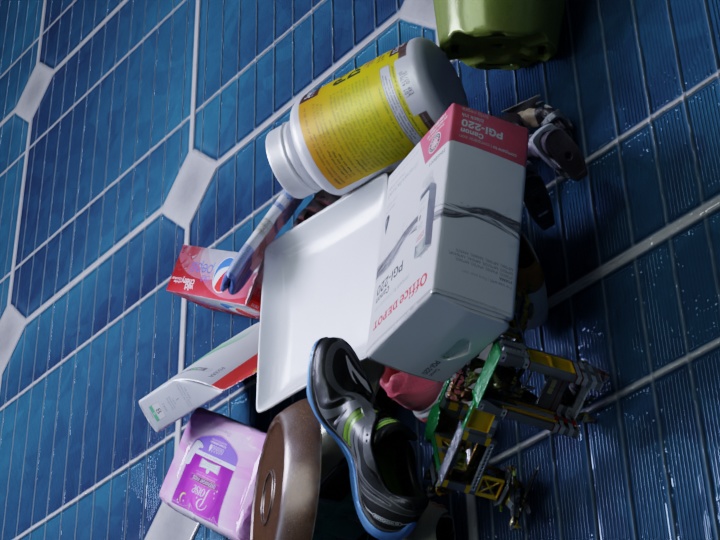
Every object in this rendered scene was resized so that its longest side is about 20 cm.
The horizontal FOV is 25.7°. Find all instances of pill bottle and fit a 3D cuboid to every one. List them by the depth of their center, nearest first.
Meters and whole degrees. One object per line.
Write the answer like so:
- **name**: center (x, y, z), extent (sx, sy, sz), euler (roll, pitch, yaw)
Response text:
- **pill bottle**: center (0.004, -0.148, 1.608), extent (0.198, 0.109, 0.110), euler (-25, 48, 23)

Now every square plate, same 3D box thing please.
- **square plate**: center (-0.032, 0.027, 1.603), extent (0.197, 0.028, 0.202), euler (-29, 49, 40)

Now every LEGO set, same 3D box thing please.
- **LEGO set**: center (0.143, 0.121, 1.416), extent (0.154, 0.115, 0.202), euler (-109, 37, -70)

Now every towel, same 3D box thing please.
- **towel**: center (-0.088, -0.061, 1.747), extent (0.201, 0.024, 0.147), euler (-55, 1, -11)

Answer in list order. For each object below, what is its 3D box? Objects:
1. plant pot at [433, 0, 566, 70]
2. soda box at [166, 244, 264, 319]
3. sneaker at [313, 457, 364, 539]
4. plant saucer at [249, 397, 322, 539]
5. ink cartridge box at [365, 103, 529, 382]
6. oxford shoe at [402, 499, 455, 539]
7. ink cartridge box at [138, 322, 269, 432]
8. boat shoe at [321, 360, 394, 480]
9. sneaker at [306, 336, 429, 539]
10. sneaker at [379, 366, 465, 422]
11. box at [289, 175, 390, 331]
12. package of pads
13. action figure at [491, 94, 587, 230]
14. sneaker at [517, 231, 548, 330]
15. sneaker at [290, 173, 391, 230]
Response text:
- **plant pot**: center (0.144, -0.313, 1.620), extent (0.199, 0.198, 0.193), euler (-11, 74, 51)
- **soda box**: center (-0.153, 0.016, 1.901), extent (0.199, 0.070, 0.064), euler (7, 75, 55)
- **sneaker**: center (-0.054, 0.269, 1.605), extent (0.202, 0.074, 0.087), euler (-64, 29, 3)
- **plant saucer**: center (-0.076, 0.221, 1.529), extent (0.200, 0.034, 0.203), euler (-170, 90, -79)
- **ink cartridge box**: center (0.077, -0.023, 1.408), extent (0.146, 0.084, 0.202), euler (133, 149, -54)
- **oxford shoe**: center (0.053, 0.241, 1.493), extent (0.073, 0.071, 0.201), euler (-32, 45, 10)
- **ink cartridge box**: center (-0.135, 0.097, 1.762), extent (0.199, 0.050, 0.161), euler (-34, 0, 41)
- **boat shoe**: center (-0.005, 0.145, 1.628), extent (0.073, 0.063, 0.203), euler (33, 99, 37)
- **sneaker**: center (0.013, 0.146, 1.454), extent (0.083, 0.070, 0.201), euler (-45, 59, 41)
- **sneaker**: center (0.067, 0.044, 1.563), extent (0.073, 0.086, 0.202), euler (-15, 58, 48)
- **box**: center (0.000, 0.000, 1.680), extent (0.068, 0.082, 0.202), euler (18, 83, 39)
- **package of pads**: center (-0.134, 0.231, 1.735), extent (0.199, 0.075, 0.122), euler (11, 77, 56)
- **action figure**: center (0.152, -0.109, 1.522), extent (0.130, 0.069, 0.200), euler (-42, 21, 3)
- **sneaker**: center (0.123, -0.032, 1.523), extent (0.200, 0.072, 0.085), euler (49, 153, 46)
- **sneaker**: center (-0.015, -0.087, 1.788), extent (0.201, 0.075, 0.081), euler (-54, 10, 26)
